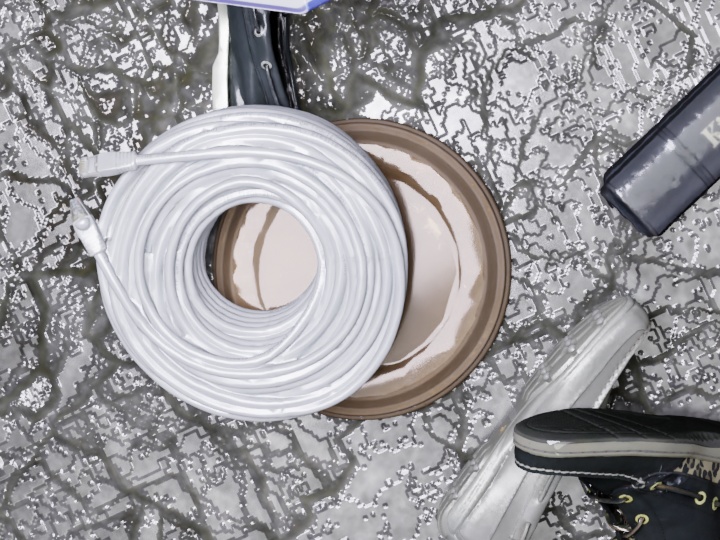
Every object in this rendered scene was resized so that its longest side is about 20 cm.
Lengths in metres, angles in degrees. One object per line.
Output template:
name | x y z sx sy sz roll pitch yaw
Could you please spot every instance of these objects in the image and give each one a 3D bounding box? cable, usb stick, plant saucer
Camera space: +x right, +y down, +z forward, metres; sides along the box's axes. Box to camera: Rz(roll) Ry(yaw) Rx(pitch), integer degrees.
cable | -0.067 -0.005 1.382 0.199 0.069 0.201 -15 101 7
usb stick | 0.240 -0.104 1.408 0.200 0.033 0.055 -44 88 5
plant saucer | 0.000 0.000 1.434 0.199 0.029 0.201 0 93 4

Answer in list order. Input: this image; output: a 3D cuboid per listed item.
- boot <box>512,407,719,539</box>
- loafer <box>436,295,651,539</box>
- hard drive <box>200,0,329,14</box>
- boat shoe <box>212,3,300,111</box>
boot | 0.171 0.169 1.369 0.203 0.073 0.154 6 99 -36
loafer | 0.129 0.106 1.413 0.070 0.070 0.200 35 101 -5
hard drive | -0.001 -0.210 1.329 0.200 0.132 0.025 -31 119 -32
boat shoe | -0.058 -0.171 1.405 0.066 0.075 0.200 3 96 9
